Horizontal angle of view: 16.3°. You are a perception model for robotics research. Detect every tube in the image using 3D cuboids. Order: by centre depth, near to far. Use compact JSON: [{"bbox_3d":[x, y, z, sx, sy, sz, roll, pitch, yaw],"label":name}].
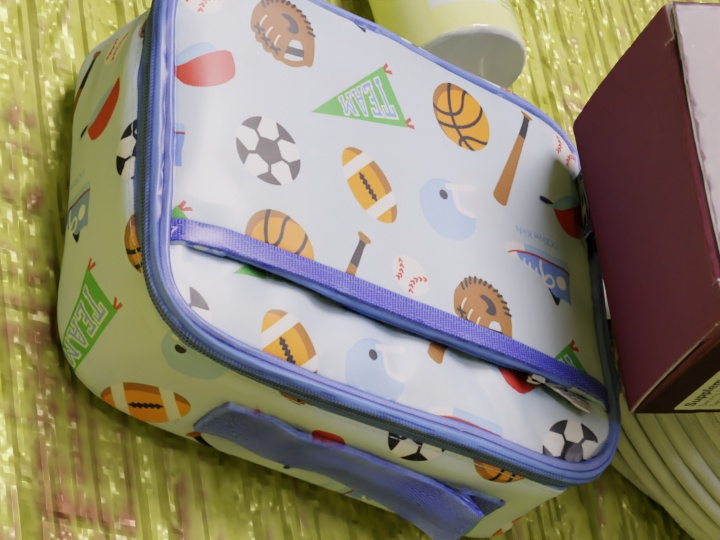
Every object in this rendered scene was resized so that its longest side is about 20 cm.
[{"bbox_3d":[0.015,-0.153,0.970,0.058,0.052,0.201,69,4,-60],"label":"tube"}]

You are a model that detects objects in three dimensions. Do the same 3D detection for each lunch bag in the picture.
[{"bbox_3d":[0.000,0.000,0.812,0.199,0.076,0.161,21,50,-31],"label":"lunch bag"}]

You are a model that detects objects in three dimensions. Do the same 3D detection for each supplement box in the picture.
[{"bbox_3d":[0.183,-0.019,0.825,0.199,0.086,0.111,0,66,-18],"label":"supplement box"}]

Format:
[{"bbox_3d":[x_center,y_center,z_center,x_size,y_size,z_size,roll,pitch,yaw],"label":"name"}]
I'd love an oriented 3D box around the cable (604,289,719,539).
[{"bbox_3d":[0.163,0.029,0.950,0.200,0.069,0.200,44,39,-9],"label":"cable"}]
